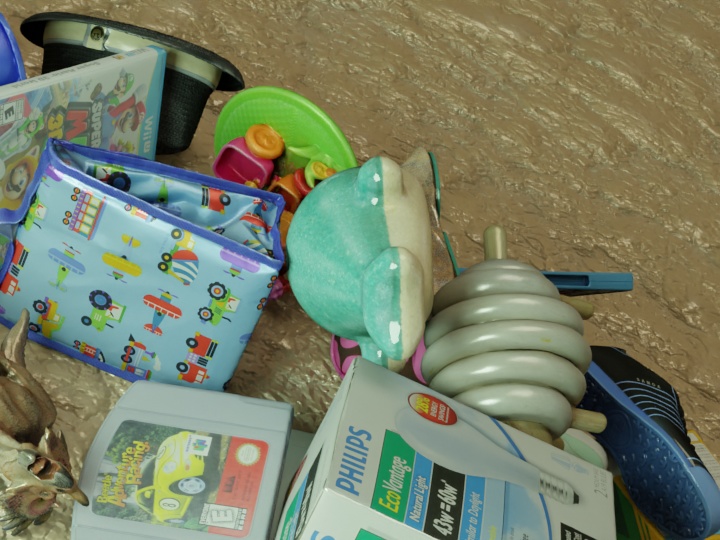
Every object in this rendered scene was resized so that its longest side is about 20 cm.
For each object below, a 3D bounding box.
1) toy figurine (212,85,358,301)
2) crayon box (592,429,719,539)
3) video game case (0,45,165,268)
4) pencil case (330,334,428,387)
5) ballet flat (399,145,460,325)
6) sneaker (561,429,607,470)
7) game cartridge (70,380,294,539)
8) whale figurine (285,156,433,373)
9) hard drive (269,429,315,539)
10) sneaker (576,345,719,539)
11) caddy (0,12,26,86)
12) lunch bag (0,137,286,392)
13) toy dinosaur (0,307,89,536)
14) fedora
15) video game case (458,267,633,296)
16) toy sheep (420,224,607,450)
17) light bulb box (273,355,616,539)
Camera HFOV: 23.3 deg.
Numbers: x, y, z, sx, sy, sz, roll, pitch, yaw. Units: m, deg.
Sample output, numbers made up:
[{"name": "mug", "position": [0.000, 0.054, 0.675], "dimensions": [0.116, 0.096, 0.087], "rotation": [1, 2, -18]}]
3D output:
[{"name": "toy figurine", "position": [-0.088, -0.027, 1.420], "dimensions": [0.200, 0.150, 0.184], "rotation": [41, 45, 5]}, {"name": "crayon box", "position": [0.265, 0.217, 1.377], "dimensions": [0.125, 0.052, 0.200], "rotation": [0, 40, -36]}, {"name": "video game case", "position": [-0.227, -0.088, 1.358], "dimensions": [0.018, 0.144, 0.200], "rotation": [22, 27, 26]}, {"name": "pencil case", "position": [0.079, 0.060, 1.428], "dimensions": [0.198, 0.094, 0.091], "rotation": [7, 36, -28]}, {"name": "ballet flat", "position": [0.037, -0.031, 1.387], "dimensions": [0.067, 0.068, 0.201], "rotation": [-1, 40, -8]}, {"name": "sneaker", "position": [0.101, 0.167, 1.306], "dimensions": [0.199, 0.074, 0.119], "rotation": [8, 31, -15]}, {"name": "game cartridge", "position": [-0.122, 0.150, 1.170], "dimensions": [0.132, 0.041, 0.201], "rotation": [5, 36, 3]}, {"name": "whale figurine", "position": [0.000, 0.000, 1.224], "dimensions": [0.103, 0.161, 0.200], "rotation": [-2, 17, -3]}, {"name": "hard drive", "position": [-0.054, 0.184, 1.214], "dimensions": [0.131, 0.026, 0.201], "rotation": [14, 33, -20]}, {"name": "sneaker", "position": [0.231, 0.128, 1.367], "dimensions": [0.077, 0.070, 0.200], "rotation": [-8, 45, -34]}, {"name": "caddy", "position": [-0.336, -0.154, 1.369], "dimensions": [0.104, 0.143, 0.199], "rotation": [-16, 33, -43]}, {"name": "lunch bag", "position": [-0.172, -0.002, 1.276], "dimensions": [0.198, 0.151, 0.094], "rotation": [18, 32, -14]}, {"name": "toy dinosaur", "position": [-0.232, 0.102, 1.155], "dimensions": [0.135, 0.086, 0.200], "rotation": [31, 19, -7]}, {"name": "fedora", "position": [-0.203, -0.152, 1.500], "dimensions": [0.199, 0.092, 0.201], "rotation": [14, -5, 1]}, {"name": "video game case", "position": [0.115, 0.012, 1.507], "dimensions": [0.199, 0.018, 0.143], "rotation": [2, -6, -35]}, {"name": "toy sheep", "position": [0.107, 0.062, 1.271], "dimensions": [0.137, 0.138, 0.202], "rotation": [9, 59, -26]}, {"name": "light bulb box", "position": [0.051, 0.182, 1.127], "dimensions": [0.199, 0.125, 0.198], "rotation": [25, 22, -4]}]
